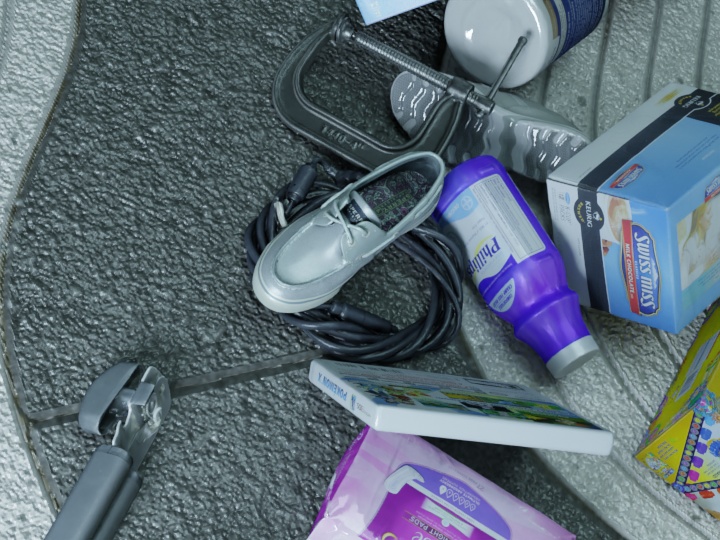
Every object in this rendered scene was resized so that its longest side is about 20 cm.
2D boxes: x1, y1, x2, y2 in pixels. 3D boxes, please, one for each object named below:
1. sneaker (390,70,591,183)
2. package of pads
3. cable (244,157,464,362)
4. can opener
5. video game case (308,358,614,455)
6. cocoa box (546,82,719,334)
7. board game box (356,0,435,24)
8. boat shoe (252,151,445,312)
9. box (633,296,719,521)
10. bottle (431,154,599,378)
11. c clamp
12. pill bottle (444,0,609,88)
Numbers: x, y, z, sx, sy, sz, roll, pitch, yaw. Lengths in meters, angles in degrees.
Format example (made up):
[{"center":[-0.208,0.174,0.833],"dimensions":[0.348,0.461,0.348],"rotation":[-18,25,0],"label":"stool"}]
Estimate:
[{"center":[0.120,-0.134,1.613],"dimensions":[0.198,0.075,0.082],"rotation":[23,20,-3],"label":"sneaker"},{"center":[0.062,0.216,1.363],"dimensions":[0.199,0.076,0.121],"rotation":[32,53,-3],"label":"package of pads"},{"center":[0.000,0.000,1.480],"dimensions":[0.199,0.051,0.163],"rotation":[39,54,1],"label":"cable"},{"center":[-0.203,0.155,1.313],"dimensions":[0.066,0.054,0.201],"rotation":[10,52,22],"label":"can opener"},{"center":[0.076,0.108,1.385],"dimensions":[0.198,0.182,0.022],"rotation":[9,96,-19],"label":"video game case"},{"center":[0.281,-0.060,1.554],"dimensions":[0.130,0.135,0.199],"rotation":[19,42,39],"label":"cocoa box"},{"center":[0.092,-0.290,1.591],"dimensions":[0.037,0.150,0.200],"rotation":[67,25,-15],"label":"board game box"},{"center":[-0.007,-0.041,1.434],"dimensions":[0.200,0.072,0.070],"rotation":[-36,76,-29],"label":"boat shoe"},{"center":[0.380,0.126,1.525],"dimensions":[0.192,0.122,0.201],"rotation":[36,54,-1],"label":"box"},{"center":[0.137,-0.001,1.519],"dimensions":[0.065,0.084,0.201],"rotation":[-21,72,-32],"label":"bottle"},{"center":[0.027,-0.169,1.560],"dimensions":[0.198,0.027,0.172],"rotation":[24,79,11],"label":"c clamp"},{"center":[0.172,-0.259,1.659],"dimensions":[0.111,0.111,0.200],"rotation":[44,41,6],"label":"pill bottle"}]
